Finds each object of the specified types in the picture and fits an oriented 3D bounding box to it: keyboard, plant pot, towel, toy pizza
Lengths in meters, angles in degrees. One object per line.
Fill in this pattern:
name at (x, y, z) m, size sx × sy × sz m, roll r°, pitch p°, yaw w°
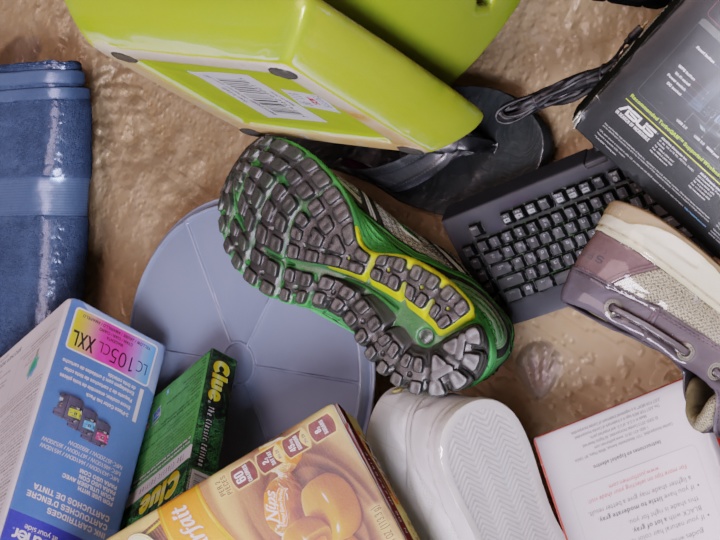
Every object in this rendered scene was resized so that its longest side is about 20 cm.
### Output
keyboard at (0.128, -0.052, 0.945) m, size 0.199 × 0.021 × 0.128 m, roll -22°, pitch 99°, yaw 31°
plant pot at (-0.030, -0.173, 0.951) m, size 0.198 × 0.200 × 0.183 m, roll 10°, pitch 81°, yaw 36°
towel at (-0.224, -0.038, 1.194) m, size 0.111 × 0.048 × 0.201 m, roll 2°, pitch 89°, yaw 35°
toy pizza at (-0.064, 0.055, 1.087) m, size 0.199 × 0.032 × 0.202 m, roll 3°, pitch 95°, yaw 39°

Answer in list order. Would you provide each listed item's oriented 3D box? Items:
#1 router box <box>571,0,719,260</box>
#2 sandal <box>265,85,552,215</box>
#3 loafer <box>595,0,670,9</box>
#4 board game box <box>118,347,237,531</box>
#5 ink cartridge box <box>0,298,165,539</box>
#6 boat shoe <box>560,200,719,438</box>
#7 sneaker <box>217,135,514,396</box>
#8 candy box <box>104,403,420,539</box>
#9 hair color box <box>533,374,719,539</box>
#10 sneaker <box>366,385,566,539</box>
router box at (0.221, -0.064, 0.835) m, size 0.200 × 0.062 × 0.150 m, roll 43°, pitch 118°, yaw 2°
sandal at (0.015, -0.076, 1.031) m, size 0.200 × 0.048 × 0.076 m, roll 14°, pitch 97°, yaw 34°
loafer at (0.184, -0.163, 0.905) m, size 0.200 × 0.068 × 0.071 m, roll 16°, pitch 97°, yaw 33°
board game box at (-0.142, 0.136, 1.085) m, size 0.200 × 0.023 × 0.105 m, roll -39°, pitch 30°, yaw 42°
ink cartridge box at (-0.198, 0.137, 1.074) m, size 0.136 × 0.076 × 0.201 m, roll -35°, pitch 33°, yaw 47°
boat shoe at (0.179, 0.050, 0.857) m, size 0.200 × 0.072 × 0.065 m, roll 40°, pitch 90°, yaw -11°
sneaker at (0.000, 0.000, 0.995) m, size 0.200 × 0.085 × 0.078 m, roll 42°, pitch 106°, yaw 22°
candy box at (-0.066, 0.172, 0.947) m, size 0.199 × 0.055 × 0.116 m, roll -31°, pitch 70°, yaw 3°
hair color box at (0.172, 0.162, 0.911) m, size 0.101 × 0.061 × 0.201 m, roll -25°, pitch 74°, yaw 31°
sneaker at (0.064, 0.155, 0.988) m, size 0.115 × 0.073 × 0.201 m, roll 11°, pitch 118°, yaw 64°
